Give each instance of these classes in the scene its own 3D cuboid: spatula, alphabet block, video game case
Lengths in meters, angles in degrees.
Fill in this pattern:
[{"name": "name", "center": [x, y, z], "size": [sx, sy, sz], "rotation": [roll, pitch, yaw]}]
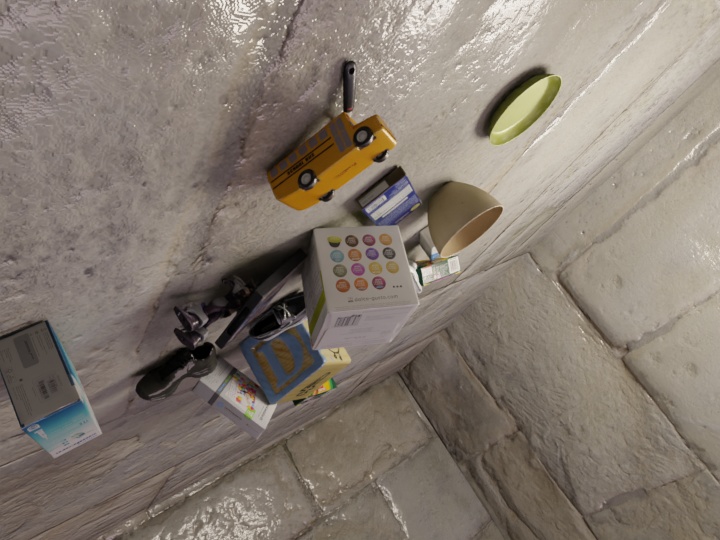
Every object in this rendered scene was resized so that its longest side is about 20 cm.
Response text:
[{"name": "spatula", "center": [-0.022, -0.241, 0.806], "size": [0.056, 0.021, 0.201], "rotation": [-25, 159, -18]}, {"name": "alphabet block", "center": [-0.175, 0.230, 1.437], "size": [0.195, 0.197, 0.200], "rotation": [-36, 163, 11]}, {"name": "video game case", "center": [-0.205, 0.057, 1.092], "size": [0.181, 0.025, 0.200], "rotation": [-47, -177, 32]}]

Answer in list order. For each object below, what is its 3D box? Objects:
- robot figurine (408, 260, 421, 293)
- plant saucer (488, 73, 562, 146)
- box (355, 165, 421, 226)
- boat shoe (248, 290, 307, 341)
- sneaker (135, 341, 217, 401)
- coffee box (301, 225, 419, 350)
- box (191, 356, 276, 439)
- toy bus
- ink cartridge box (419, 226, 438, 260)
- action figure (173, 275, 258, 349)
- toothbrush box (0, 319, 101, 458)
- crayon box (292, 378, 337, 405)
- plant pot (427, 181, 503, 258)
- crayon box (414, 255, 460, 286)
[{"name": "robot figurine", "center": [0.083, 0.027, 1.443], "size": [0.169, 0.114, 0.199], "rotation": [-38, -151, -21]}, {"name": "plant saucer", "center": [0.364, -0.367, 1.176], "size": [0.198, 0.031, 0.201], "rotation": [-31, 162, -11]}, {"name": "box", "center": [0.069, -0.153, 1.173], "size": [0.120, 0.033, 0.200], "rotation": [-37, 161, 7]}, {"name": "boat shoe", "center": [-0.195, 0.111, 1.310], "size": [0.198, 0.072, 0.068], "rotation": [-31, 164, 9]}, {"name": "sneaker", "center": [-0.419, 0.221, 1.190], "size": [0.199, 0.076, 0.091], "rotation": [-30, 153, -40]}, {"name": "coffee box", "center": [-0.012, 0.038, 1.155], "size": [0.196, 0.201, 0.201], "rotation": [-3, 151, -17]}, {"name": "box", "center": [-0.311, 0.318, 1.316], "size": [0.041, 0.199, 0.156], "rotation": [-49, -176, 12]}, {"name": "toy bus", "center": [-0.046, -0.170, 0.801], "size": [0.199, 0.079, 0.065], "rotation": [-33, 155, 18]}, {"name": "ink cartridge box", "center": [0.275, -0.126, 1.558], "size": [0.198, 0.068, 0.116], "rotation": [-34, 163, -4]}, {"name": "action figure", "center": [-0.281, 0.070, 1.046], "size": [0.200, 0.069, 0.131], "rotation": [-37, 163, -50]}, {"name": "toothbrush box", "center": [-0.498, 0.197, 0.838], "size": [0.084, 0.147, 0.201], "rotation": [-24, 158, -29]}, {"name": "crayon box", "center": [-0.180, 0.330, 1.680], "size": [0.058, 0.174, 0.199], "rotation": [-37, 163, 19]}, {"name": "plant pot", "center": [0.248, -0.148, 1.346], "size": [0.199, 0.135, 0.201], "rotation": [-32, 162, -12]}, {"name": "crayon box", "center": [0.185, 0.006, 1.618], "size": [0.171, 0.059, 0.198], "rotation": [-6, -173, 45]}]
